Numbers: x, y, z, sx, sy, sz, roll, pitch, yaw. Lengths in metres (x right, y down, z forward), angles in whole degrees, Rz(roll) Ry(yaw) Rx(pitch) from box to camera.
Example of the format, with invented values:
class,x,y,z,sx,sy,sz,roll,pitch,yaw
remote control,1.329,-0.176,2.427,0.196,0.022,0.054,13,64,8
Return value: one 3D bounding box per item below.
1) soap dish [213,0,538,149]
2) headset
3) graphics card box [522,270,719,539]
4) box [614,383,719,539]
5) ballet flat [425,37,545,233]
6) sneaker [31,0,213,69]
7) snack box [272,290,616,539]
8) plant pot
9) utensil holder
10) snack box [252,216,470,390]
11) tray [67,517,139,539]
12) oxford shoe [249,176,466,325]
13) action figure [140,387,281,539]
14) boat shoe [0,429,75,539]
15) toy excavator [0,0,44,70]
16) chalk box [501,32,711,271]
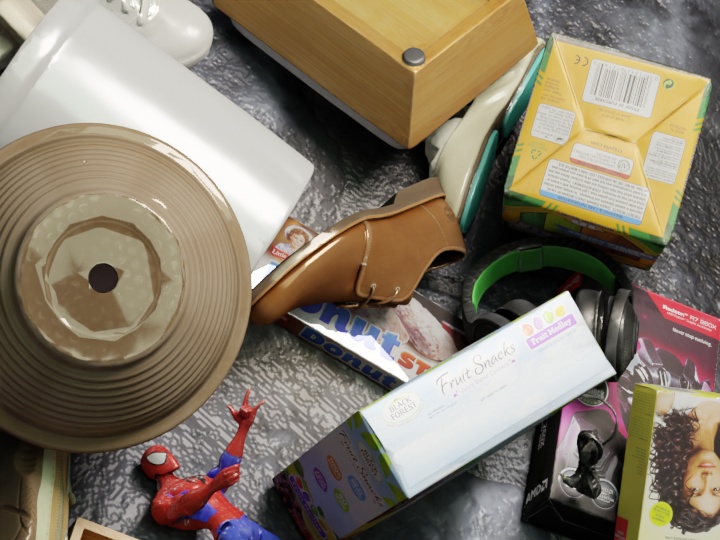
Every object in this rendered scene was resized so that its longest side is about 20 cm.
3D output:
class,x,y,z,sx,sy,sz,roll,pitch,yaw
soap dish,0.014,-0.197,1.467,0.200,0.082,0.157,38,56,20
headset,0.141,0.062,1.392,0.122,0.094,0.201,-10,42,-4
graphics card box,0.194,0.107,1.442,0.125,0.051,0.201,22,59,-13
box,0.215,0.183,1.355,0.075,0.050,0.202,6,92,-13
ballet flat,0.085,-0.108,1.503,0.069,0.070,0.201,33,54,-5
sneaker,-0.193,-0.201,1.401,0.198,0.089,0.076,16,58,-17
snack box,0.050,0.103,1.273,0.168,0.200,0.068,-28,84,-25
plant pot,-0.158,0.009,1.165,0.199,0.093,0.203,1,87,-13
utensil holder,-0.154,-0.062,1.300,0.199,0.170,0.171,35,56,-6
snack box,0.012,0.039,1.408,0.199,0.024,0.072,31,57,-8
tray,-0.106,0.241,1.245,0.199,0.037,0.099,23,58,-11
oxford shoe,0.000,0.000,1.368,0.199,0.071,0.072,-26,82,-35
action figure,-0.062,0.154,1.249,0.199,0.100,0.065,34,23,27
boat shoe,-0.211,0.128,1.239,0.201,0.071,0.076,-91,157,-43
toy excavator,-0.304,-0.110,1.303,0.100,0.200,0.195,45,100,2
chalk box,0.178,-0.079,1.455,0.124,0.200,0.125,17,83,7
